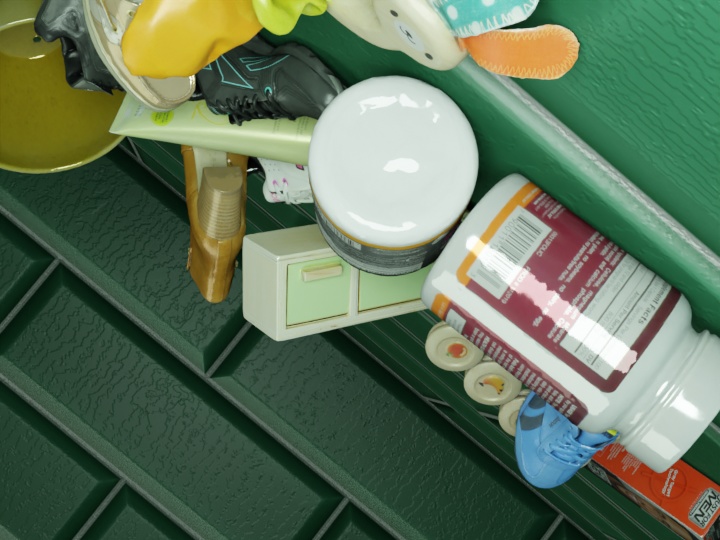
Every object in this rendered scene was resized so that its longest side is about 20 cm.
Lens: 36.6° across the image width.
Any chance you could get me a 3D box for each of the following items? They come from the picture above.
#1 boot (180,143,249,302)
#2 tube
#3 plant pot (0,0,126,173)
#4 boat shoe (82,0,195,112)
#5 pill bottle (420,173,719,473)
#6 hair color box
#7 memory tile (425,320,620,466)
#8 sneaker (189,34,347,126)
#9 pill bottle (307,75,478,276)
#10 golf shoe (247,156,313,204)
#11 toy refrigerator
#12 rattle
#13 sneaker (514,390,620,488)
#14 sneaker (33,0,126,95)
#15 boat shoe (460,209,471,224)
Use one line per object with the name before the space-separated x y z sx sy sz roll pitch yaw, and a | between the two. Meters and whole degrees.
boot | -0.146 -0.081 1.051 0.202 0.070 0.145 -102 20 -44
tube | -0.118 -0.132 0.973 0.198 0.052 0.058 11 -171 4
plant pot | -0.338 -0.224 1.137 0.200 0.199 0.143 49 -165 -53
boat shoe | -0.178 -0.217 0.857 0.069 0.074 0.201 13 133 52
pill bottle | 0.150 0.036 0.738 0.200 0.114 0.114 38 173 11
hair color box | 0.329 0.236 1.258 0.199 0.061 0.102 34 170 32
memory tile | 0.163 0.083 0.907 0.200 0.153 0.017 42 -148 -23
sneaker | -0.080 -0.149 0.910 0.199 0.079 0.075 31 169 43
pill bottle | 0.021 -0.059 0.804 0.116 0.117 0.200 38 173 6
golf shoe | -0.045 -0.090 1.046 0.199 0.092 0.073 31 169 41
toy refrigerator | 0.000 0.000 0.955 0.198 0.077 0.070 -10 -157 -32
rattle | -0.013 -0.119 0.548 0.200 0.143 0.131 43 156 20
sneaker | 0.173 0.122 0.877 0.065 0.201 0.079 14 -141 -7
sneaker | -0.235 -0.198 1.040 0.066 0.091 0.200 33 171 43
boat shoe | 0.137 0.026 0.930 0.200 0.066 0.072 40 173 -4
